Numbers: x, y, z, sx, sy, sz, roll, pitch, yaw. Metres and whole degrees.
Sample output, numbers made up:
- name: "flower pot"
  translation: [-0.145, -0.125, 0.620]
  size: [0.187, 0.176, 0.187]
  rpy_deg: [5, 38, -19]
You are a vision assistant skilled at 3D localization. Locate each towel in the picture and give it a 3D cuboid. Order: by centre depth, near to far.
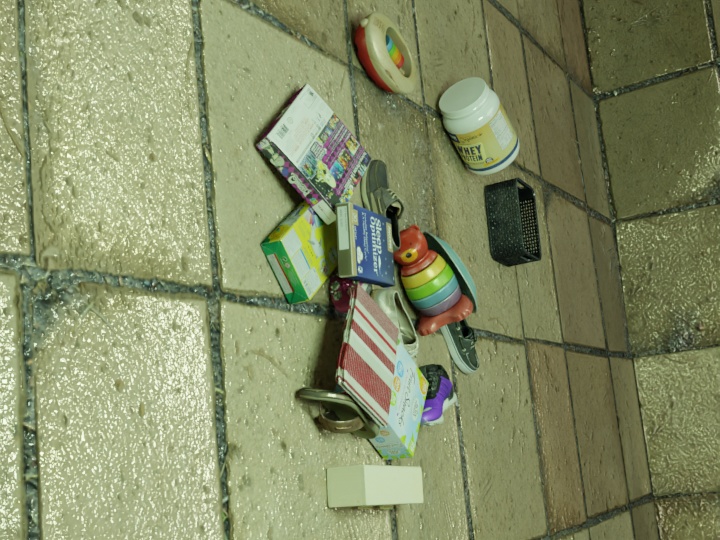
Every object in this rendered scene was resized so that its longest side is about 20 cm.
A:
- name: "towel"
  translation: [0.014, 0.141, 1.495]
  size: [0.144, 0.023, 0.202]
  rpy_deg: [49, 36, -36]

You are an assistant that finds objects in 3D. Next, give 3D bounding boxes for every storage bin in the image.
- name: "storage bin"
  translation: [0.394, -0.123, 2.324]
  size: [0.135, 0.093, 0.203]
  rpy_deg: [19, 64, -57]

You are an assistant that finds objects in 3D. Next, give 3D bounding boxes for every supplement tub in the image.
- name: "supplement tub"
  translation: [0.283, -0.345, 2.155]
  size: [0.201, 0.143, 0.145]
  rpy_deg: [54, 38, -36]

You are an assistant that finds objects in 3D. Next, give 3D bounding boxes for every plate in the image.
- name: "plate"
  translation: [0.193, -0.001, 1.871]
  size: [0.201, 0.025, 0.200]
  rpy_deg: [56, -7, 11]

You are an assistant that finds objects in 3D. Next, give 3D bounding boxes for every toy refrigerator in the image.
- name: "toy refrigerator"
  translation: [0.028, 0.368, 1.523]
  size: [0.199, 0.075, 0.071]
  rpy_deg: [21, 62, -57]

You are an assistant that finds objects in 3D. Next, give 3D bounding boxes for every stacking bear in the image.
- name: "stacking bear"
  translation: [0.128, 0.008, 1.801]
  size: [0.201, 0.120, 0.114]
  rpy_deg: [59, 20, -16]

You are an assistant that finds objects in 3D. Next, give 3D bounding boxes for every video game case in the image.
- name: "video game case"
  translation: [-0.074, -0.202, 1.538]
  size: [0.181, 0.036, 0.201]
  rpy_deg: [47, 37, -18]

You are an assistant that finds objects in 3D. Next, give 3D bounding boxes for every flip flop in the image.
- name: "flip flop"
  translation: [-0.033, 0.244, 1.475]
  size: [0.200, 0.080, 0.058]
  rpy_deg: [50, 54, -49]

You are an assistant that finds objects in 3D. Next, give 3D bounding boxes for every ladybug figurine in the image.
- name: "ladybug figurine"
  translation: [0.046, -0.441, 1.848]
  size: [0.200, 0.071, 0.137]
  rpy_deg: [49, 41, -42]

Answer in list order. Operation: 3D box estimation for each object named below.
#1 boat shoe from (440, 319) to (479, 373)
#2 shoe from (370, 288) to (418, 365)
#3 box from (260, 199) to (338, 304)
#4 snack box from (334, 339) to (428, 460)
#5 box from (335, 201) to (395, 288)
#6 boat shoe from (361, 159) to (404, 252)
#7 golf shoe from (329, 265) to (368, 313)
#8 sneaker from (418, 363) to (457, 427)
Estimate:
- name: "boat shoe"
  translation: [0.221, 0.145, 1.960]
  size: [0.201, 0.056, 0.069]
  rpy_deg: [61, 34, -28]
- name: "shoe"
  translation: [0.075, 0.126, 1.714]
  size: [0.070, 0.053, 0.202]
  rpy_deg: [-47, 121, -55]
- name: "box"
  translation: [-0.084, -0.046, 1.505]
  size: [0.118, 0.048, 0.200]
  rpy_deg: [66, 34, -20]
- name: "snack box"
  translation: [0.042, 0.211, 1.613]
  size: [0.201, 0.067, 0.170]
  rpy_deg: [57, 35, -36]
- name: "box"
  translation: [0.017, -0.039, 1.539]
  size: [0.200, 0.032, 0.123]
  rpy_deg: [16, 69, -64]
- name: "boat shoe"
  translation: [0.050, -0.120, 1.738]
  size: [0.074, 0.073, 0.203]
  rpy_deg: [20, 62, -56]
- name: "golf shoe"
  translation: [0.000, 0.000, 1.611]
  size: [0.092, 0.075, 0.202]
  rpy_deg: [52, 40, -43]
- name: "sneaker"
  translation: [0.130, 0.237, 1.757]
  size: [0.200, 0.069, 0.101]
  rpy_deg: [-32, 109, -68]
